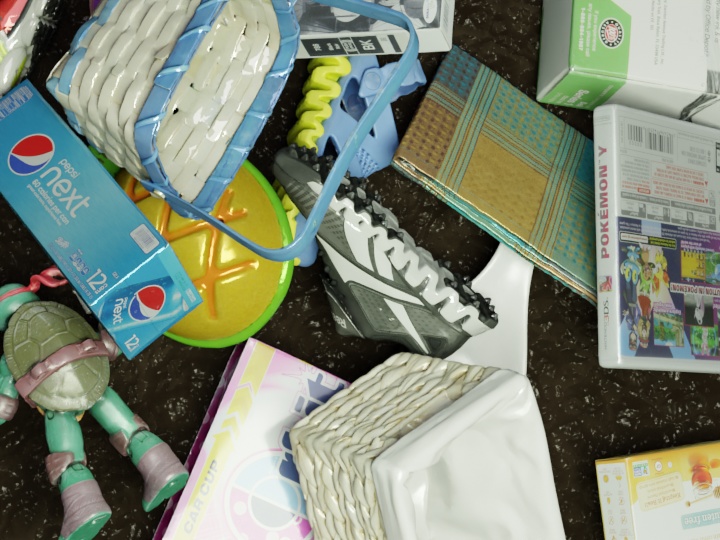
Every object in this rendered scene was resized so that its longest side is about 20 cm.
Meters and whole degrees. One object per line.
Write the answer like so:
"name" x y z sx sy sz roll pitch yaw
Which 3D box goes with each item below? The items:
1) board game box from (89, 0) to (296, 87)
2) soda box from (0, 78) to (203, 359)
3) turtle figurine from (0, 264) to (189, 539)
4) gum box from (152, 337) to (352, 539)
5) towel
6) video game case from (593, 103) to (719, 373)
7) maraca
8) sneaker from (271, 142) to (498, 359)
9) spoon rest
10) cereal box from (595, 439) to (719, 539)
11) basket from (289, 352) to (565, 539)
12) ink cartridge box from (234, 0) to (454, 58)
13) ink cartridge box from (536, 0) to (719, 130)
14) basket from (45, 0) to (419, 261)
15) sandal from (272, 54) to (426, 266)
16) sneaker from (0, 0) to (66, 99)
"board game box" -0.114 -0.222 1.191 0.157 0.039 0.201 33 86 27
"soda box" -0.186 -0.037 1.110 0.064 0.068 0.200 -37 53 -8
"turtle figurine" -0.205 0.078 1.142 0.149 0.101 0.201 -29 72 -15
"gum box" -0.071 0.163 1.194 0.113 0.066 0.202 24 80 -9
"towel" 0.124 -0.067 1.245 0.199 0.022 0.147 34 46 -7
"video game case" 0.236 -0.018 1.243 0.199 0.023 0.184 6 81 -47
"maraca" -0.132 -0.035 1.185 0.200 0.107 0.138 41 101 14
"sneaker" 0.000 0.000 1.175 0.200 0.067 0.090 42 104 -20
"spoon rest" 0.089 0.035 1.243 0.099 0.061 0.202 22 79 -8
"cereal box" 0.245 0.230 1.240 0.143 0.039 0.202 -4 84 -37
"basket" 0.047 0.171 1.142 0.135 0.123 0.202 -32 119 -35
"ink cartridge box" -0.031 -0.202 1.203 0.198 0.039 0.101 -2 71 17
"ink cartridge box" 0.243 -0.190 1.280 0.198 0.084 0.148 9 76 -11
"basket" -0.081 -0.118 1.082 0.199 0.139 0.177 26 75 25
"sandal" -0.009 -0.096 1.231 0.086 0.079 0.202 20 82 -13
"sneaker" -0.263 -0.172 1.188 0.084 0.077 0.202 25 79 -2
